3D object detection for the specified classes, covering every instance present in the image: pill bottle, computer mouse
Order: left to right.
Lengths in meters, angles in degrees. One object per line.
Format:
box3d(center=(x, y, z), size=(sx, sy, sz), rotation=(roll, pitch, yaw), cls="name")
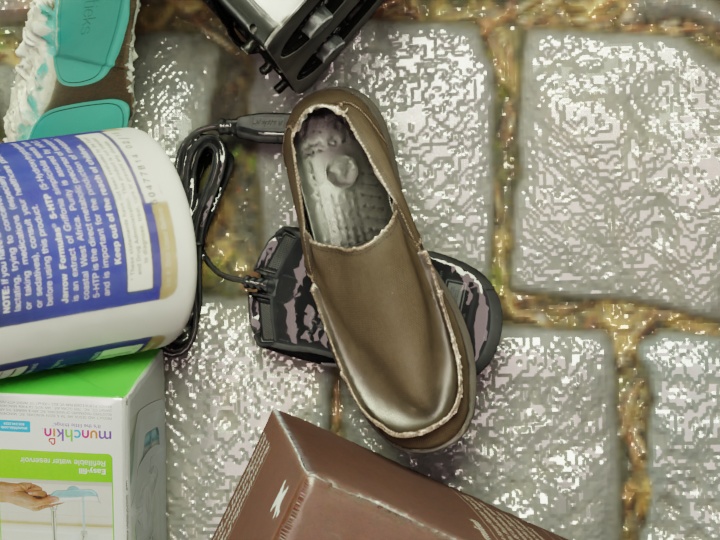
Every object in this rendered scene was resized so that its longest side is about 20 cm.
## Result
box3d(center=(-0.195, -0.003, 0.927), size=(0.200, 0.120, 0.120), rotation=(-10, 90, -30), cls="pill bottle")
box3d(center=(-0.015, -0.013, 1.008), size=(0.199, 0.046, 0.141), rotation=(6, 88, 12), cls="computer mouse")

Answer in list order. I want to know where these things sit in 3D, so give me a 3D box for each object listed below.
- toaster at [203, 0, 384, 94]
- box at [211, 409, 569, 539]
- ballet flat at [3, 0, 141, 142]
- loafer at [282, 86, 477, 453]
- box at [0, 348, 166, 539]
box3d(center=(-0.065, -0.201, 0.941), size=(0.119, 0.181, 0.200), rotation=(-44, 85, 0), cls="toaster")
box3d(center=(0.018, 0.194, 0.919), size=(0.200, 0.164, 0.166), rotation=(26, 93, -10), cls="box")
box3d(center=(-0.154, -0.112, 0.984), size=(0.072, 0.072, 0.200), rotation=(28, 134, 6), cls="ballet flat")
box3d(center=(0.000, 0.000, 0.943), size=(0.073, 0.071, 0.200), rotation=(-23, 83, 10), cls="loafer")
box3d(center=(-0.210, 0.134, 0.989), size=(0.199, 0.097, 0.177), rotation=(1, 104, 7), cls="box")
